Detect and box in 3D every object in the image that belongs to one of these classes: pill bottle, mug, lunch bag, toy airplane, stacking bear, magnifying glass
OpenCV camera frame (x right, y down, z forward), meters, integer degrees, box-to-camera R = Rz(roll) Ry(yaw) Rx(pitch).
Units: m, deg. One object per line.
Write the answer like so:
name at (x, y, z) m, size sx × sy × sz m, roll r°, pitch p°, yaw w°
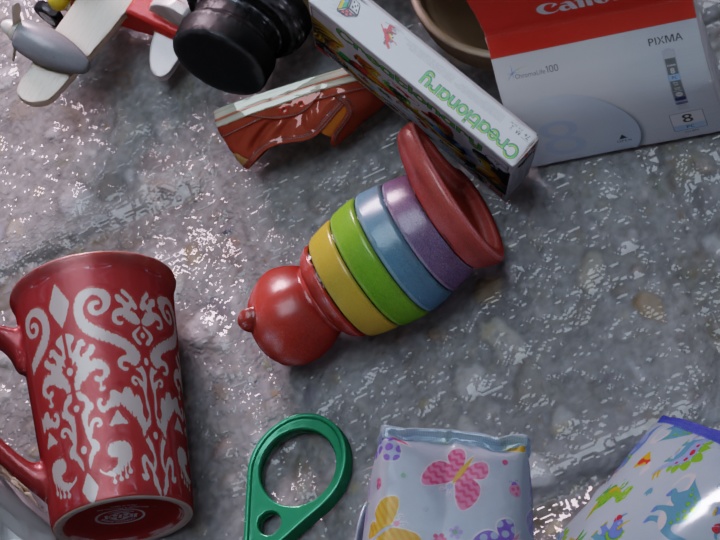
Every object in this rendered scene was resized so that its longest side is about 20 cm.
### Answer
pill bottle at (-0.079, -0.251, 1.607) m, size 0.112 × 0.112 × 0.200 m, roll 11°, pitch 62°, yaw 26°
mug at (-0.215, 0.110, 1.480) m, size 0.177 × 0.133 × 0.200 m, roll -18°, pitch 63°, yaw 12°
lunch bag at (0.052, 0.219, 1.271) m, size 0.127 × 0.200 × 0.170 m, roll 3°, pitch 63°, yaw 5°
toy airplane at (-0.223, -0.254, 1.660) m, size 0.199 × 0.141 × 0.200 m, roll -18°, pitch 59°, yaw 11°
stacking bear at (0.000, 0.000, 1.466) m, size 0.200 × 0.121 × 0.114 m, roll -34°, pitch 49°, yaw 13°
lunch bag at (0.207, 0.194, 1.273) m, size 0.170 × 0.127 × 0.200 m, roll -47°, pitch 28°, yaw -7°
magnifying glass at (-0.070, 0.200, 1.438) m, size 0.080 × 0.022 × 0.200 m, roll 18°, pitch 70°, yaw 28°

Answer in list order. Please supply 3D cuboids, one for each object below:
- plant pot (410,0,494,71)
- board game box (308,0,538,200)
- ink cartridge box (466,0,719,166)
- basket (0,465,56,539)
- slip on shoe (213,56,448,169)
plant pot at (0.144, -0.232, 1.534) m, size 0.201 × 0.093 × 0.201 m, roll -9°, pitch 60°, yaw 17°
board game box at (0.048, -0.139, 1.461) m, size 0.200 × 0.126 × 0.035 m, roll 40°, pitch 84°, yaw 8°
ink cartridge box at (0.178, -0.155, 1.416) m, size 0.160 × 0.200 × 0.047 m, roll -9°, pitch 63°, yaw 17°
basket at (-0.350, 0.167, 1.461) m, size 0.136 × 0.200 × 0.123 m, roll -38°, pitch 51°, yaw -1°
slip on shoe at (-0.020, -0.135, 1.571) m, size 0.200 × 0.074 × 0.061 m, roll -18°, pitch 95°, yaw 4°
